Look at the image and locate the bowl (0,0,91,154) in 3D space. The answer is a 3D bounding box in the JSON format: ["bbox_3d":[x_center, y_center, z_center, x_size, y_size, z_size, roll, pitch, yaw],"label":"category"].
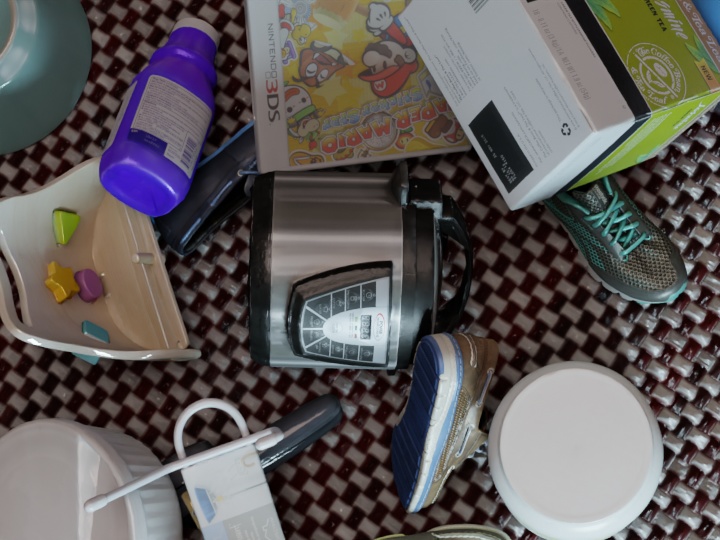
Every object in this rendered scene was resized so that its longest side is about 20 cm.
[{"bbox_3d":[-0.364,-0.219,1.610,0.198,0.105,0.203,-1,80,6],"label":"bowl"}]

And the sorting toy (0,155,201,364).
[{"bbox_3d":[-0.258,0.003,1.508,0.106,0.179,0.202,-27,75,31],"label":"sorting toy"}]

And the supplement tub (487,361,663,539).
[{"bbox_3d":[0.180,0.155,1.427,0.143,0.200,0.147,-1,80,6],"label":"supplement tub"}]

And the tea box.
[{"bbox_3d":[0.177,-0.188,1.438,0.196,0.134,0.201,-21,76,-38],"label":"tea box"}]

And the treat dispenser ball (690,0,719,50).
[{"bbox_3d":[0.380,-0.246,1.475,0.198,0.201,0.204,-1,80,7],"label":"treat dispenser ball"}]

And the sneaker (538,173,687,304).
[{"bbox_3d":[0.212,-0.050,1.516,0.078,0.091,0.200,-45,78,-2],"label":"sneaker"}]

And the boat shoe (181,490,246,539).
[{"bbox_3d":[-0.108,0.277,1.485,0.075,0.072,0.202,-18,95,-16],"label":"boat shoe"}]

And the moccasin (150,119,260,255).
[{"bbox_3d":[-0.099,-0.083,1.573,0.199,0.080,0.069,-36,66,13],"label":"moccasin"}]

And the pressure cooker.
[{"bbox_3d":[0.000,-0.002,1.486,0.197,0.176,0.181,2,79,-3],"label":"pressure cooker"}]

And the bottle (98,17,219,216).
[{"bbox_3d":[-0.176,-0.147,1.558,0.083,0.065,0.202,32,50,-22],"label":"bottle"}]

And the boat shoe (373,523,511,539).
[{"bbox_3d":[0.038,0.268,1.495,0.199,0.060,0.073,-12,79,5],"label":"boat shoe"}]

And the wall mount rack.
[{"bbox_3d":[-0.128,0.216,1.410,0.172,0.075,0.202,-19,94,-7],"label":"wall mount rack"}]

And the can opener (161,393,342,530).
[{"bbox_3d":[-0.102,0.170,1.528,0.199,0.063,0.079,-30,82,1],"label":"can opener"}]

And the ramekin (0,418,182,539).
[{"bbox_3d":[-0.244,0.229,1.489,0.200,0.094,0.205,-2,87,33],"label":"ramekin"}]

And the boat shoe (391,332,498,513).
[{"bbox_3d":[0.077,0.137,1.468,0.072,0.201,0.073,-5,46,-19],"label":"boat shoe"}]

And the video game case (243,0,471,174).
[{"bbox_3d":[-0.001,-0.185,1.503,0.198,0.023,0.184,-8,108,-12],"label":"video game case"}]
